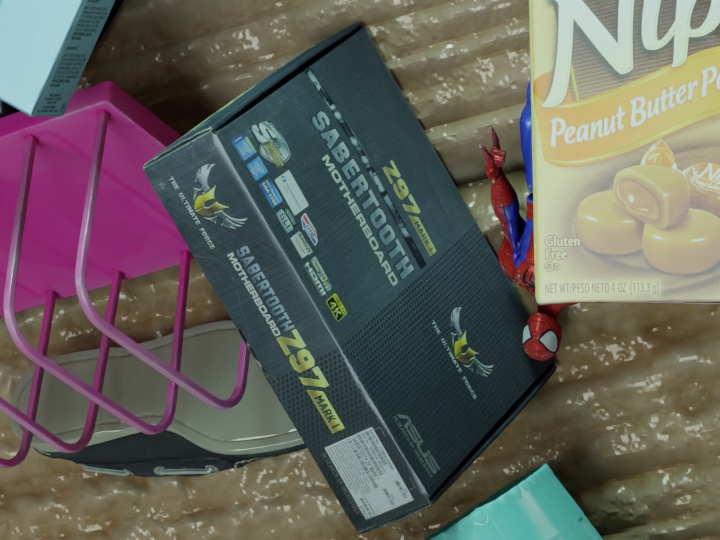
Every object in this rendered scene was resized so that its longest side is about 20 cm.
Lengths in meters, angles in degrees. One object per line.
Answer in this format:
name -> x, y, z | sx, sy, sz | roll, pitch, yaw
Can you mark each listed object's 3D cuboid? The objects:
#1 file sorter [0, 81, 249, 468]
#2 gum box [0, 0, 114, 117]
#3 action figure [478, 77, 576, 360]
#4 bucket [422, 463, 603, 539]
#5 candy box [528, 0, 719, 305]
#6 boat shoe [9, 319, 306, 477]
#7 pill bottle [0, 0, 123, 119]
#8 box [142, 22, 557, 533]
file sorter -> -0.165, 0.016, 1.381 | 0.199, 0.126, 0.139 | -16, 144, 32
gum box -> -0.173, -0.198, 1.271 | 0.169, 0.045, 0.201 | 28, 100, 11
action figure -> 0.093, -0.048, 1.302 | 0.065, 0.052, 0.201 | 12, 119, 17
bucket -> 0.052, 0.197, 1.344 | 0.207, 0.207, 0.135 | -36, 84, 34
candy box -> 0.134, -0.087, 1.210 | 0.114, 0.055, 0.202 | -1, 95, 12
boat shoe -> -0.085, 0.073, 1.454 | 0.199, 0.073, 0.063 | -5, 153, 23
pill bottle -> -0.218, -0.175, 1.365 | 0.200, 0.112, 0.112 | 38, 124, 7
box -> 0.000, 0.000, 1.303 | 0.051, 0.158, 0.201 | -25, 98, 33
